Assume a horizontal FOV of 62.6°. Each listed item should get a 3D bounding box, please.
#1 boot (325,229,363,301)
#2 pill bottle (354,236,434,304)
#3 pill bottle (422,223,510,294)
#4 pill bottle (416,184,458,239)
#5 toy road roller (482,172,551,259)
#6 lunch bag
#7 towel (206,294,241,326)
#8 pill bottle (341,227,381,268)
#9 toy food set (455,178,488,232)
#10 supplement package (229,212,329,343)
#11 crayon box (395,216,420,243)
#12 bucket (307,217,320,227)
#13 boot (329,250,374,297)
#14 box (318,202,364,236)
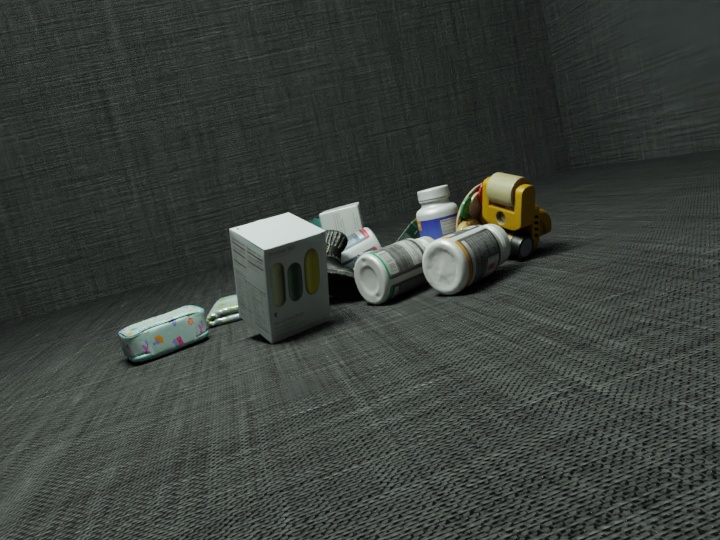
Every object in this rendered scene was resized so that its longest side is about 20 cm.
[{"bbox_3d":[-0.054,-0.020,1.449,0.206,0.081,0.159,15,45,18],"label":"boot"},{"bbox_3d":[0.090,-0.006,1.343,0.197,0.116,0.112,-20,10,-37],"label":"pill bottle"},{"bbox_3d":[0.230,-0.031,1.260,0.197,0.120,0.115,-21,11,-42],"label":"pill bottle"},{"bbox_3d":[0.202,-0.108,1.507,0.109,0.206,0.112,-13,8,2],"label":"pill bottle"},{"bbox_3d":[0.376,-0.136,1.400,0.143,0.206,0.122,-21,28,-29],"label":"toy road roller"},{"bbox_3d":[-0.462,0.147,1.402,0.196,0.079,0.159,-20,9,-33],"label":"lunch bag"},{"bbox_3d":[-0.313,0.092,1.612,0.194,0.050,0.171,-15,8,-3],"label":"towel"},{"bbox_3d":[-0.042,-0.019,1.586,0.196,0.122,0.119,-27,11,-12],"label":"pill bottle"},{"bbox_3d":[0.309,-0.123,1.464,0.196,0.204,0.048,4,13,-37],"label":"toy food set"},{"bbox_3d":[-0.166,0.010,1.235,0.149,0.206,0.149,-19,30,-34],"label":"supplement package"},{"bbox_3d":[0.149,-0.096,1.823,0.127,0.051,0.200,-53,-2,17],"label":"crayon box"},{"bbox_3d":[-0.164,-0.219,3.081,0.201,0.139,0.207,-15,8,2],"label":"bucket"},{"bbox_3d":[0.000,0.000,1.510,0.194,0.098,0.073,-16,8,-9],"label":"boot"},{"bbox_3d":[-0.045,-0.103,1.894,0.127,0.205,0.200,-12,8,3],"label":"box"}]
